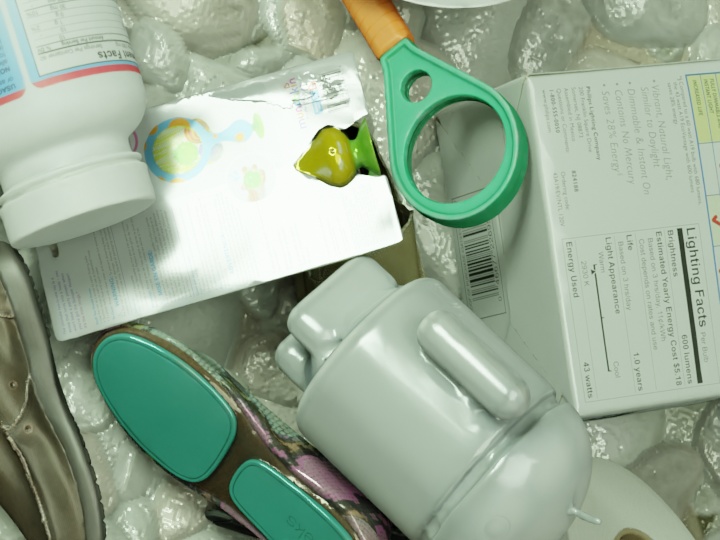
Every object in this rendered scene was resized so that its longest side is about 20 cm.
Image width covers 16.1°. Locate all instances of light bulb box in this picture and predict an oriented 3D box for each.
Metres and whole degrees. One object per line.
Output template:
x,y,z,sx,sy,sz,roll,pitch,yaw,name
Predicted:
0.170,-0.017,1.511,0.198,0.125,0.200,-6,86,-25,light bulb box

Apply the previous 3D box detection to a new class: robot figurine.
0.045,0.084,1.381,0.200,0.170,0.113,44,65,12,robot figurine

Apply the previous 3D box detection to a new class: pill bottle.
-0.179,-0.120,1.369,0.108,0.109,0.202,-16,85,-24,pill bottle

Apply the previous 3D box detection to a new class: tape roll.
0.163,0.203,1.463,0.203,0.037,0.204,43,28,-29,tape roll

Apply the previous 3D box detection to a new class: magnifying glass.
0.030,-0.110,1.460,0.079,0.022,0.201,-37,59,14,magnifying glass

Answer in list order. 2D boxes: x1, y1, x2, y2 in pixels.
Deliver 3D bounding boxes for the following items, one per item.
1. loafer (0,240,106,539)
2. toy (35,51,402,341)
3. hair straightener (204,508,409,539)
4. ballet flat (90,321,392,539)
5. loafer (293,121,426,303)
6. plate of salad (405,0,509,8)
-0.191,0.088,1.380,0.070,0.073,0.202,-17,85,-15,loafer
-0.083,-0.037,1.421,0.198,0.047,0.116,-17,74,6,toy
0.005,0.155,1.464,0.198,0.041,0.078,10,80,-17,hair straightener
-0.063,0.098,1.420,0.200,0.069,0.071,40,26,6,ballet flat
0.000,0.000,1.466,0.076,0.067,0.201,-26,95,-23,loafer
0.039,-0.233,1.508,0.198,0.048,0.202,6,61,-12,plate of salad
